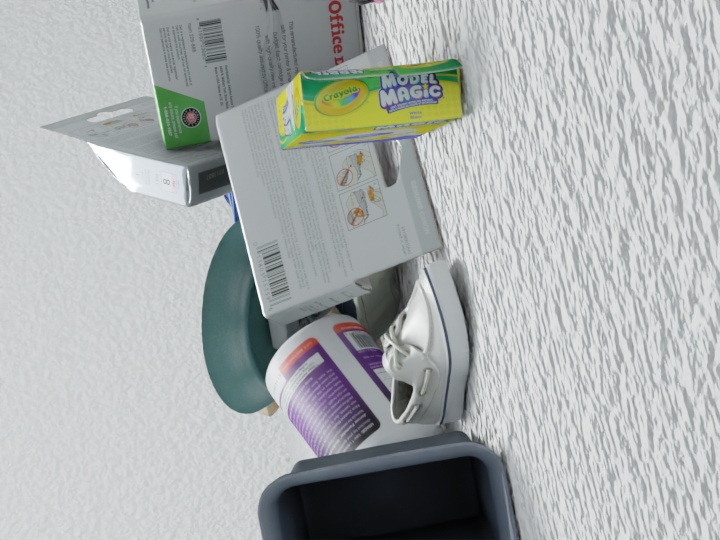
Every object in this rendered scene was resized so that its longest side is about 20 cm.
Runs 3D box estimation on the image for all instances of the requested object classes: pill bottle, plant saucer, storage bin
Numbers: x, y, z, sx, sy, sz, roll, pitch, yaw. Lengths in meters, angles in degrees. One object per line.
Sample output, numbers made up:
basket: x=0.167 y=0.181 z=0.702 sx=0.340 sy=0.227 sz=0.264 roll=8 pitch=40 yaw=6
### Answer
pill bottle: x=0.007 y=0.146 z=1.487 sx=0.200 sy=0.111 sz=0.111 roll=51 pitch=159 yaw=30
plant saucer: x=-0.094 y=0.045 z=1.592 sx=0.200 sy=0.036 sz=0.200 roll=3 pitch=-90 yaw=-65
storage bin: x=0.026 y=0.209 z=1.326 sx=0.134 sy=0.200 sz=0.146 roll=-81 pitch=-21 yaw=-82

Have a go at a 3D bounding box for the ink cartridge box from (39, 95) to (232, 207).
ink cartridge box: x=-0.192 y=-0.121 z=1.589 sx=0.200 sy=0.162 sz=0.057 roll=12 pitch=113 yaw=34

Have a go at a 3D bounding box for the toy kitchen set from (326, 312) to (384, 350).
toy kitchen set: x=-0.021 y=0.050 z=1.807 sx=0.200 sy=0.180 sz=0.163 roll=-60 pitch=-31 yaw=-34

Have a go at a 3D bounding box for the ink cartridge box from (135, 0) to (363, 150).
ink cartridge box: x=-0.102 y=-0.210 z=1.502 sx=0.084 sy=0.200 sz=0.146 roll=-108 pitch=10 yaw=-52

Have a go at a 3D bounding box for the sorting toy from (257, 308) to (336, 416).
sorting toy: x=-0.104 y=0.035 z=1.914 sx=0.199 sy=0.070 sz=0.200 roll=-50 pitch=-39 yaw=-44

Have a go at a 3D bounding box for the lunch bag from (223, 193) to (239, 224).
lunch bag: x=-0.085 y=-0.135 z=1.718 sx=0.132 sy=0.136 sz=0.200 roll=-116 pitch=17 yaw=-58

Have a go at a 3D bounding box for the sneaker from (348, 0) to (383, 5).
sneaker: x=-0.038 y=-0.262 z=1.352 sx=0.200 sy=0.095 sz=0.079 roll=-134 pitch=34 yaw=-72

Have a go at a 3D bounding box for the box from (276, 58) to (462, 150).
box: x=0.005 y=-0.122 z=1.178 sx=0.200 sy=0.117 sz=0.048 roll=165 pitch=99 yaw=-82

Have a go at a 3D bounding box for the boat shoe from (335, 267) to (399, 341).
boat shoe: x=0.000 y=0.000 z=1.536 sx=0.062 sy=0.075 sz=0.200 roll=35 pitch=161 yaw=20

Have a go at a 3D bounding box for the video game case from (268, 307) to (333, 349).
video game case: x=-0.049 y=-0.044 z=1.609 sx=0.200 sy=0.024 sz=0.182 roll=-43 pitch=-50 yaw=-55

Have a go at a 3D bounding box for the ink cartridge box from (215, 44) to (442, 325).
ink cartridge box: x=-0.025 y=-0.075 z=1.386 sx=0.044 sy=0.173 sz=0.200 roll=28 pitch=-136 yaw=-64

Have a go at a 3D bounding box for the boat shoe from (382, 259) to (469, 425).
boat shoe: x=0.050 y=0.067 z=1.334 sx=0.200 sy=0.066 sz=0.072 roll=90 pitch=166 yaw=-57
